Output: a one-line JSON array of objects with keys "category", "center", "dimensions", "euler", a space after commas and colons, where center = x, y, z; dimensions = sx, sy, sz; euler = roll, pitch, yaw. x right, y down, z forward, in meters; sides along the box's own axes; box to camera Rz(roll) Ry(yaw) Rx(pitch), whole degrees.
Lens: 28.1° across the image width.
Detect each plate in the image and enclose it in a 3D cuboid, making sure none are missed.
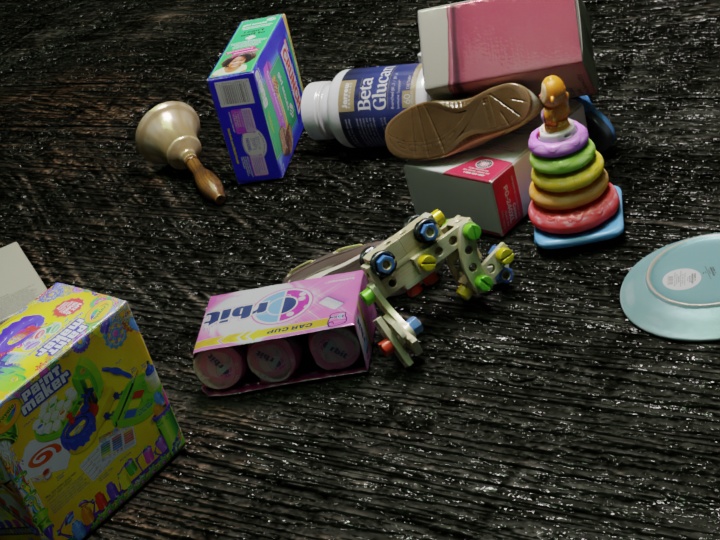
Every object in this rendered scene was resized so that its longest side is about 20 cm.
[{"category": "plate", "center": [0.373, 0.007, 1.526], "dimensions": [0.199, 0.026, 0.201], "euler": [-12, 31, 8]}]

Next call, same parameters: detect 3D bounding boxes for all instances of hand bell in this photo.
[{"category": "hand bell", "center": [-0.240, -0.154, 2.071], "dimensions": [0.104, 0.105, 0.200], "euler": [-26, 43, -15]}]

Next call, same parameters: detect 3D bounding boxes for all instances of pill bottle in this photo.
[{"category": "pill bottle", "center": [0.022, -0.229, 2.010], "dimensions": [0.199, 0.112, 0.111], "euler": [-1, 34, 26]}]

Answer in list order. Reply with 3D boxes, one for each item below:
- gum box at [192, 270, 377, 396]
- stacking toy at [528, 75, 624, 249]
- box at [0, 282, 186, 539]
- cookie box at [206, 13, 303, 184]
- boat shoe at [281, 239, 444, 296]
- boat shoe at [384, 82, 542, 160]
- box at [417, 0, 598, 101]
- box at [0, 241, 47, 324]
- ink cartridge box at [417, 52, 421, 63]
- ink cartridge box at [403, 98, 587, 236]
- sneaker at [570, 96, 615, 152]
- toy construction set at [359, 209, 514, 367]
[{"category": "gum box", "center": [-0.088, 0.071, 1.618], "dimensions": [0.199, 0.066, 0.114], "euler": [-10, 30, 13]}, {"category": "stacking toy", "center": [0.234, -0.132, 1.651], "dimensions": [0.109, 0.201, 0.116], "euler": [-9, 32, 14]}, {"category": "box", "center": [-0.313, 0.153, 1.477], "dimensions": [0.122, 0.194, 0.200], "euler": [12, 41, 40]}, {"category": "cookie box", "center": [-0.143, -0.249, 2.072], "dimensions": [0.075, 0.172, 0.200], "euler": [-6, 32, 14]}, {"category": "boat shoe", "center": [0.000, 0.000, 1.689], "dimensions": [0.199, 0.072, 0.060], "euler": [-21, 33, 5]}, {"category": "boat shoe", "center": [0.126, -0.177, 1.760], "dimensions": [0.199, 0.072, 0.064], "euler": [-11, -4, 27]}, {"category": "box", "center": [0.184, -0.270, 1.780], "dimensions": [0.199, 0.110, 0.128], "euler": [-8, -13, 17]}, {"category": "box", "center": [-0.446, 0.040, 1.856], "dimensions": [0.082, 0.069, 0.200], "euler": [-25, 31, -14]}, {"category": "ink cartridge box", "center": [0.197, -0.326, 2.120], "dimensions": [0.200, 0.068, 0.116], "euler": [-34, 35, -26]}, {"category": "ink cartridge box", "center": [0.176, -0.138, 1.808], "dimensions": [0.145, 0.084, 0.200], "euler": [14, 42, 43]}, {"category": "sneaker", "center": [0.284, -0.214, 1.895], "dimensions": [0.078, 0.066, 0.200], "euler": [-24, 30, -19]}, {"category": "toy construction set", "center": [0.075, 0.012, 1.589], "dimensions": [0.200, 0.132, 0.092], "euler": [-41, 20, -26]}]
